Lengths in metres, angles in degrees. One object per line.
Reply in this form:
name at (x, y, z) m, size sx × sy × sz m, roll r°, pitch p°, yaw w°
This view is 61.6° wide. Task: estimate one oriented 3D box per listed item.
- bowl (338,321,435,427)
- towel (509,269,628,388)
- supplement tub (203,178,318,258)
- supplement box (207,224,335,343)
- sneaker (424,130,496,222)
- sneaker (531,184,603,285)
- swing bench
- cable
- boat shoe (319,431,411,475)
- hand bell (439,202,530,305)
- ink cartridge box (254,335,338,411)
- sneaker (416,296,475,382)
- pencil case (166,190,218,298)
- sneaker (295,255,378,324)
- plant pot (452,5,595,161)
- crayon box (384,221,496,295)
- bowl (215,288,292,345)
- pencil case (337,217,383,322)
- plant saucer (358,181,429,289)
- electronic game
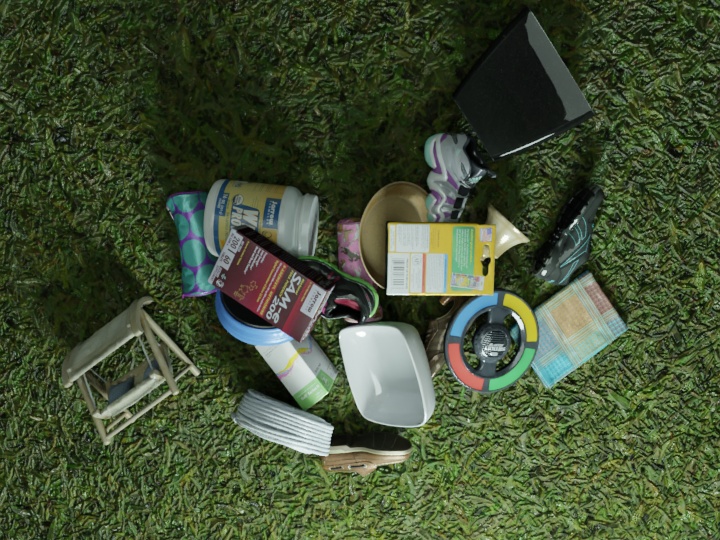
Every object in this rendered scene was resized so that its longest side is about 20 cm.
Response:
bowl at (0.060, 0.191, 1.165) m, size 0.197 × 0.074 × 0.206 m, roll -8°, pitch 100°, yaw 48°
towel at (0.406, 0.117, 1.187) m, size 0.198 × 0.022 × 0.148 m, roll -38°, pitch 94°, yaw 9°
supplement tub at (-0.183, -0.090, 1.142) m, size 0.193 × 0.145 × 0.150 m, roll 6°, pitch 99°, yaw 4°
supplement box at (-0.154, 0.021, 1.047) m, size 0.197 × 0.061 × 0.111 m, roll 31°, pitch 105°, yaw 5°
sneaker at (0.189, -0.154, 1.107) m, size 0.137 × 0.077 × 0.207 m, roll 0°, pitch 101°, yaw 42°
sneaker at (0.404, -0.064, 1.144) m, size 0.078 × 0.076 × 0.204 m, roll 25°, pitch 107°, yaw -11°
swing bench at (-0.470, 0.194, 1.214) m, size 0.196 × 0.130 × 0.203 m, roll -34°, pitch 94°, yaw 9°
cable at (-0.145, 0.296, 1.172) m, size 0.196 × 0.199 × 0.071 m, roll 25°, pitch 76°, yaw -17°
boat shoe at (0.012, 0.378, 1.237) m, size 0.193 × 0.072 × 0.070 m, roll -2°, pitch 103°, yaw 15°
hand bell at (0.218, -0.015, 1.148) m, size 0.103 × 0.104 × 0.202 m, roll 38°, pitch 103°, yaw -2°
ink cartridge box at (-0.135, 0.157, 1.186) m, size 0.067 × 0.117 × 0.202 m, roll -36°, pitch 95°, yaw 13°
sneaker at (0.157, 0.135, 1.196) m, size 0.075 × 0.070 × 0.202 m, roll 37°, pitch 94°, yaw 15°
pencil case at (-0.325, -0.052, 1.190) m, size 0.089 × 0.085 × 0.207 m, roll -6°, pitch 98°, yaw 6°
sneaker at (-0.063, 0.037, 1.094) m, size 0.194 × 0.085 × 0.078 m, roll 19°, pitch 132°, yaw 5°
plant pot at (0.270, -0.304, 1.059) m, size 0.175 × 0.200 × 0.202 m, roll -35°, pitch 95°, yaw 19°
crayon box at (0.141, -0.022, 1.090) m, size 0.193 × 0.052 × 0.130 m, roll 1°, pitch 96°, yaw -2°
bowl at (-0.176, 0.047, 1.142) m, size 0.194 × 0.204 × 0.040 m, roll 13°, pitch 136°, yaw 2°
pencil case at (0.000, 0.000, 1.172) m, size 0.083 × 0.083 × 0.207 m, roll -2°, pitch 97°, yaw 4°
plant saucer at (0.070, -0.064, 1.142) m, size 0.195 × 0.035 × 0.208 m, roll -5°, pitch 98°, yaw -33°
electronic game at (0.250, 0.134, 1.147) m, size 0.193 × 0.042 × 0.207 m, roll -3°, pitch 103°, yaw -13°
